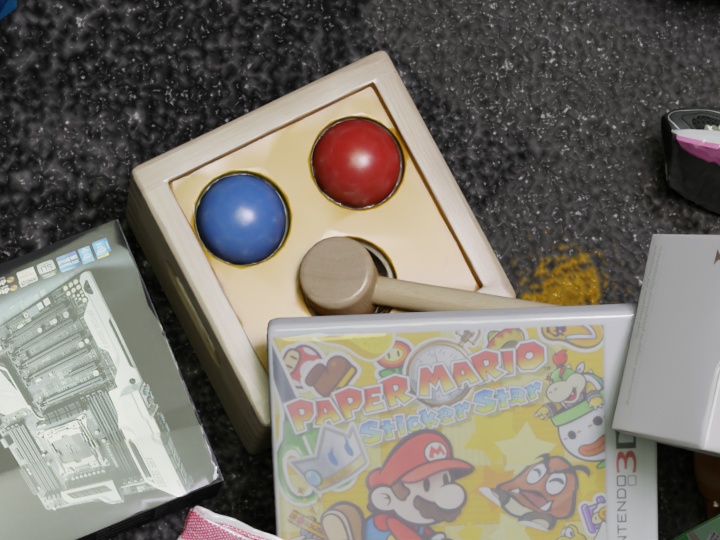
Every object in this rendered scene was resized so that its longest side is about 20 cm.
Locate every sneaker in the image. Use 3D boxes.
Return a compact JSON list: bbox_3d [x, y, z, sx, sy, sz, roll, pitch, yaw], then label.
[{"bbox_3d":[0.266,-0.082,1.399,0.199,0.080,0.087,4,64,-14],"label":"sneaker"}]

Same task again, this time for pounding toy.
[{"bbox_3d":[0.000,0.000,1.301,0.183,0.142,0.201,-26,81,-12],"label":"pounding toy"}]

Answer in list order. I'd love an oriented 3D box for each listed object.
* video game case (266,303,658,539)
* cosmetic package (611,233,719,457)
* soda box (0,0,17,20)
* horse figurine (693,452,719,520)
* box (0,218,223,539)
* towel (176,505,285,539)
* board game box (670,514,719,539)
[{"bbox_3d":[0.054,0.111,1.242,0.199,0.023,0.183,-2,103,0],"label":"video game case"},{"bbox_3d":[0.238,0.054,1.215,0.199,0.085,0.108,16,86,-27],"label":"cosmetic package"},{"bbox_3d":[-0.282,-0.212,1.357,0.068,0.064,0.200,-40,85,-15],"label":"soda box"},{"bbox_3d":[0.235,0.081,1.339,0.050,0.132,0.201,19,85,-44],"label":"horse figurine"},{"bbox_3d":[-0.195,0.083,1.303,0.199,0.050,0.158,-20,79,-12],"label":"box"},{"bbox_3d":[-0.062,0.236,1.248,0.146,0.030,0.201,26,106,2],"label":"towel"},{"bbox_3d":[0.214,0.189,1.252,0.029,0.200,0.135,-21,80,-13],"label":"board game box"}]
